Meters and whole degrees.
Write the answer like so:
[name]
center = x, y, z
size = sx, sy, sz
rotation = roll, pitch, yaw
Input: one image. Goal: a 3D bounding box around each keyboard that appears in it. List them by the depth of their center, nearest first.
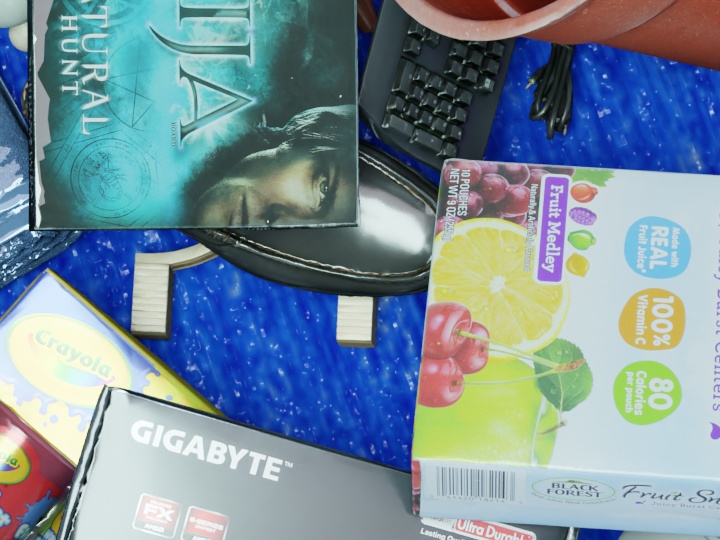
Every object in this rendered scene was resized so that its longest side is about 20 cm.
[keyboard]
center = 0.066, -0.133, 1.212
size = 0.021, 0.127, 0.200
rotation = 4, 74, 46

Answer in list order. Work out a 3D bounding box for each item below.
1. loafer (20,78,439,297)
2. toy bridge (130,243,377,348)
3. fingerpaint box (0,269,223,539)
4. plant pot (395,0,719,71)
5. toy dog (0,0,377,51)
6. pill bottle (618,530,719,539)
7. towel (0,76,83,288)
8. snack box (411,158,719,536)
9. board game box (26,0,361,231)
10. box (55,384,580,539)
[loafer]
center = -0.053, -0.038, 1.190
size = 0.200, 0.072, 0.073
rotation = 17, 89, 9
[toy bridge]
center = 0.000, 0.000, 1.232
size = 0.200, 0.027, 0.067
rotation = 1, 82, 5
[fingerpaint box]
center = -0.110, 0.126, 1.179
size = 0.200, 0.073, 0.167
rotation = 42, 87, -1
[plant pot]
center = 0.137, -0.166, 1.139
size = 0.195, 0.201, 0.201
rotation = 15, 81, -39
[toy dog]
center = -0.066, -0.130, 1.221
size = 0.200, 0.132, 0.096
rotation = -11, 111, 9
[pill bottle]
center = 0.170, 0.131, 1.160
size = 0.200, 0.114, 0.114
rotation = -39, 82, -2
[towel]
center = -0.217, -0.074, 1.247
size = 0.112, 0.049, 0.200
rotation = -30, 82, -1
[snack box]
center = 0.125, 0.031, 1.102
size = 0.200, 0.053, 0.142
rotation = 4, 59, 5
[board game box]
center = -0.068, -0.116, 1.136
size = 0.135, 0.028, 0.200
rotation = -1, 90, -13
[box]
center = -0.030, 0.148, 1.116
size = 0.200, 0.046, 0.159
rotation = 17, 86, -5
